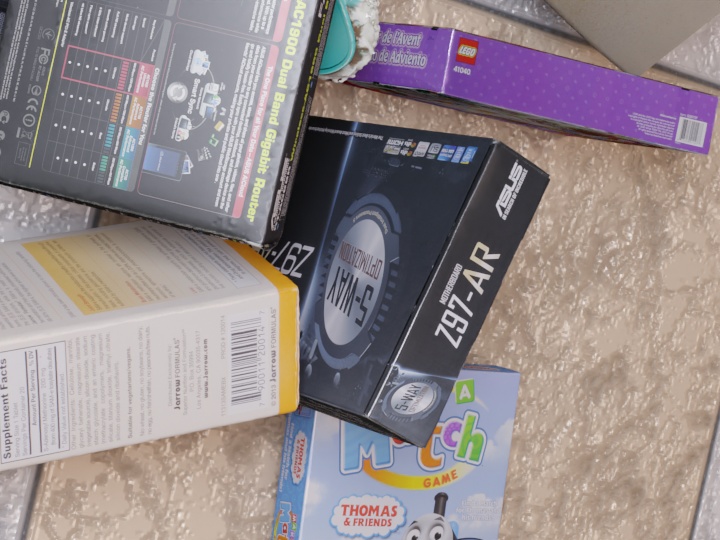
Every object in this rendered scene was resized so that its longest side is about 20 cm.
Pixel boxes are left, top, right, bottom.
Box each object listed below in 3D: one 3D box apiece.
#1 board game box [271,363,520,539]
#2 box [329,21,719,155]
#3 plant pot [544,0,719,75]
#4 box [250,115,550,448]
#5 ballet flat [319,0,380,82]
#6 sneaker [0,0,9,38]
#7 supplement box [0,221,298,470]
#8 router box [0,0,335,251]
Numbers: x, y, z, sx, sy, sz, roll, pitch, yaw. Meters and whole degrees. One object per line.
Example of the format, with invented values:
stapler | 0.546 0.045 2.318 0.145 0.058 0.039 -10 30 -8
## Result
board game box | 0.018 0.155 1.260 0.151 0.037 0.201 5 93 -33
box | 0.092 -0.109 1.209 0.199 0.137 0.039 10 93 -34
plant pot | 0.160 -0.268 1.182 0.176 0.200 0.201 28 61 -14
box | 0.000 0.000 1.129 0.043 0.200 0.161 31 81 -32
ballet flat | -0.035 -0.198 1.067 0.072 0.072 0.201 -26 112 -27
sneaker | -0.221 -0.059 1.009 0.200 0.114 0.076 -41 143 -6
supplement box | -0.146 0.036 1.059 0.199 0.126 0.074 -9 115 -24
router box | -0.092 -0.124 1.001 0.149 0.062 0.201 14 94 5
